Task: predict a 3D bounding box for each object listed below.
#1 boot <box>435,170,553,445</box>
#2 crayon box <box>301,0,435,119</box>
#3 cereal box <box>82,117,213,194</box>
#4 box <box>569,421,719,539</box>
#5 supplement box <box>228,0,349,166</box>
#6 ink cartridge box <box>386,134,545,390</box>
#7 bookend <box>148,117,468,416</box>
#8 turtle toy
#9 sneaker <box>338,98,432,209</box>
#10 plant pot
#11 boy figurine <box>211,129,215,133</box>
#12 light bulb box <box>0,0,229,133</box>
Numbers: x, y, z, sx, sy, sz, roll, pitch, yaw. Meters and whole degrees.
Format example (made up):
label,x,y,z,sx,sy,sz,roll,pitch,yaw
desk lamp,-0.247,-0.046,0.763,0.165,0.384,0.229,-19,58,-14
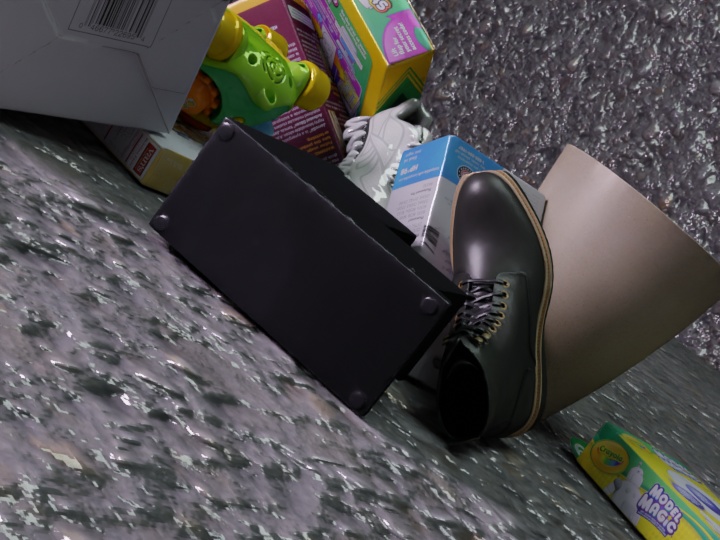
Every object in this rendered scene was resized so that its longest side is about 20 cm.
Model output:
label,x,y,z,sx,sy,sz,roll,pitch,yaw
boot,0.089,0.024,0.903,0.138,0.077,0.200,1,79,-68
crayon box,-0.006,-0.242,1.267,0.200,0.058,0.173,63,-19,19
cereal box,-0.172,-0.117,1.063,0.200,0.040,0.144,42,13,36
box,0.258,0.196,1.019,0.117,0.048,0.200,30,10,-33
supplement box,-0.070,-0.164,1.242,0.110,0.086,0.200,-14,83,-78
ink cartridge box,0.070,0.008,1.019,0.116,0.200,0.067,30,-25,-31
bookend,-0.011,0.002,0.893,0.199,0.092,0.200,40,9,18
turtle toy,-0.129,-0.178,1.080,0.146,0.101,0.200,25,14,-46
sneaker,0.027,-0.092,1.148,0.075,0.081,0.200,51,25,-32
plant pot,0.187,0.027,1.100,0.187,0.200,0.187,40,5,-4
boy figurine,-0.178,-0.180,1.239,0.124,0.064,0.200,-10,36,-29
light bulb box,-0.242,-0.211,0.932,0.200,0.125,0.198,42,23,32
